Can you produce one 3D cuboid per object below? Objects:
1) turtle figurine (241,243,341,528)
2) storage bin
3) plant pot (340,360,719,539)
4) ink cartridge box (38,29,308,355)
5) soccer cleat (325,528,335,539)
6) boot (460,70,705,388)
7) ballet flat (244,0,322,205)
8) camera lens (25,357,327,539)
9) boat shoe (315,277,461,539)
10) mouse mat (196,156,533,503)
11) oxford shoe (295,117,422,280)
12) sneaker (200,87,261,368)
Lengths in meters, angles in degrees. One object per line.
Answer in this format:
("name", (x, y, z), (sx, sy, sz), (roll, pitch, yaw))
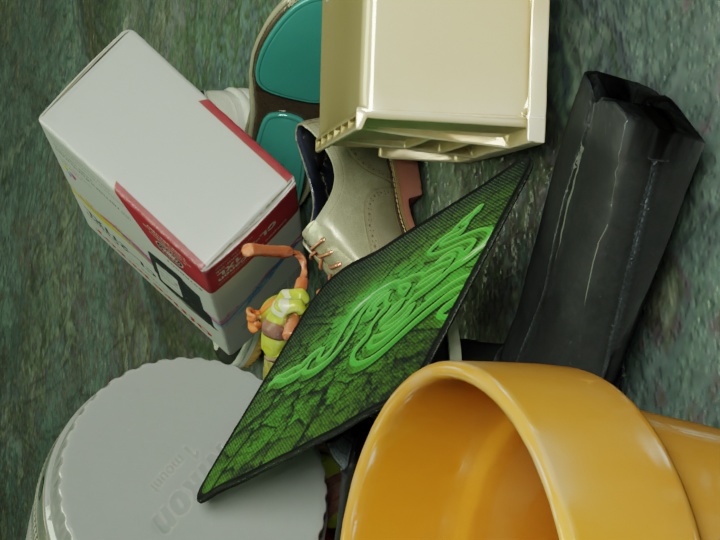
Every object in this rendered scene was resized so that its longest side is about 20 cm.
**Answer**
("turtle figurine", (-0.029, 0.072, 1.120), (0.200, 0.064, 0.162), (63, -178, -67))
("storage bin", (0.033, -0.162, 0.995), (0.199, 0.093, 0.202), (179, 92, -82))
("plant pot", (0.111, 0.136, 0.718), (0.200, 0.181, 0.203), (-178, 90, -66))
("ink cartridge box", (-0.113, -0.042, 1.219), (0.146, 0.083, 0.200), (41, 168, 12))
("soccer cleat", (-0.028, 0.184, 1.191), (0.086, 0.068, 0.201), (-65, 36, 34))
("boot", (0.091, -0.001, 0.924), (0.165, 0.065, 0.202), (-134, 50, -58))
("ballet flat", (-0.043, -0.124, 1.263), (0.201, 0.069, 0.070), (113, 149, -42))
("camera lens", (-0.108, 0.154, 1.076), (0.200, 0.158, 0.162), (117, 147, -61))
("boat shoe", (0.007, 0.084, 0.932), (0.075, 0.065, 0.201), (131, 146, -58))
("mouse mat", (-0.001, 0.031, 0.939), (0.199, 0.008, 0.162), (-31, 23, 49))
("oxford shoe", (0.000, 0.000, 1.126), (0.071, 0.073, 0.202), (128, 138, -53))
("sneaker", (-0.109, -0.030, 1.370), (0.075, 0.087, 0.202), (168, 101, -64))
